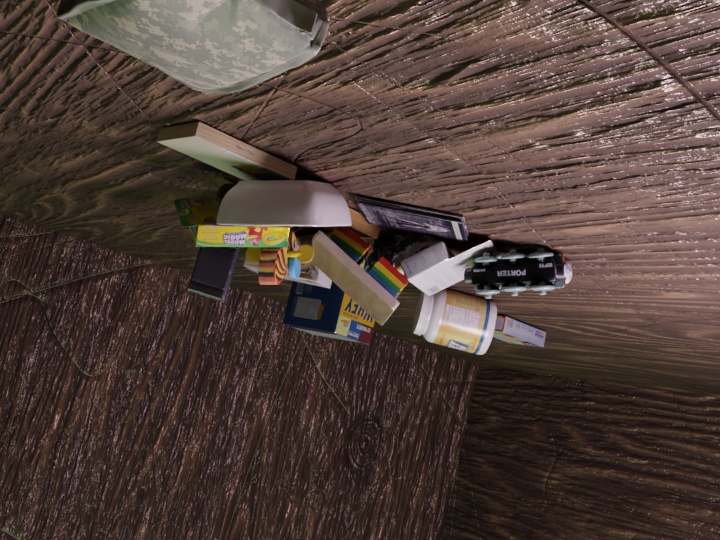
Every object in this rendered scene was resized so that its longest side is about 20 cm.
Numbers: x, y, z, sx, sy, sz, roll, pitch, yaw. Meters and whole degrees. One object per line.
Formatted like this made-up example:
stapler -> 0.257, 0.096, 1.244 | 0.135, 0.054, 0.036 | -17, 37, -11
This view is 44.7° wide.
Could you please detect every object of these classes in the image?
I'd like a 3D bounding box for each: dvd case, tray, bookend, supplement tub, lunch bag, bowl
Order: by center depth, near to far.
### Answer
lunch bag -> -0.135, -0.232, 0.731 | 0.163, 0.119, 0.199 | 22, 173, -38
bowl -> -0.126, -0.111, 1.473 | 0.197, 0.076, 0.199 | 1, -177, 19
dvd case -> 0.096, -0.091, 1.582 | 0.197, 0.016, 0.149 | 12, 171, 13
tray -> -0.063, -0.109, 1.669 | 0.098, 0.038, 0.199 | 5, 167, 46
bookend -> -0.300, -0.047, 1.897 | 0.091, 0.202, 0.200 | 17, 170, -11
supplement tub -> 0.246, 0.129, 2.301 | 0.197, 0.147, 0.145 | 14, 171, -2

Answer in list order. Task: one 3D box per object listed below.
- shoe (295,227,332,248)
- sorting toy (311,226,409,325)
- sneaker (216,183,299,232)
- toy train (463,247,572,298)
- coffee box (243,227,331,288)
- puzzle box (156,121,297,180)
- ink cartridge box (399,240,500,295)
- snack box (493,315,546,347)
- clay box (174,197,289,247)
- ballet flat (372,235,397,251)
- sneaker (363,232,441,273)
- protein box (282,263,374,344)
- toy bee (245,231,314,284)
shoe -> -0.105, -0.056, 1.816 | 0.197, 0.054, 0.070 | -7, -163, -26
sorting toy -> 0.000, 0.000, 1.677 | 0.198, 0.070, 0.200 | 42, 168, 4
sneaker -> -0.212, -0.118, 1.741 | 0.198, 0.072, 0.075 | 23, 173, -38
toy train -> 0.294, 0.006, 1.628 | 0.197, 0.087, 0.114 | -5, 177, 27
coffee box -> -0.156, -0.039, 2.005 | 0.197, 0.116, 0.080 | 11, 172, 24
puzzle box -> -0.218, -0.190, 1.437 | 0.198, 0.026, 0.132 | 21, 169, -39
ink cartridge box -> 0.180, -0.018, 1.699 | 0.172, 0.044, 0.200 | -27, 163, 10
snack box -> 0.435, 0.176, 2.603 | 0.198, 0.054, 0.141 | 21, 170, -38
clay box -> -0.240, -0.088, 1.614 | 0.197, 0.048, 0.115 | -1, -150, -21
ballet flat -> 0.057, -0.039, 1.909 | 0.057, 0.066, 0.200 | 52, 173, 8
sneaker -> 0.087, -0.015, 1.769 | 0.198, 0.079, 0.079 | -22, 160, 40
protein box -> -0.067, 0.067, 2.238 | 0.198, 0.202, 0.134 | 6, 169, 43
toy bee -> -0.157, -0.037, 1.684 | 0.128, 0.111, 0.200 | -4, -173, -8
